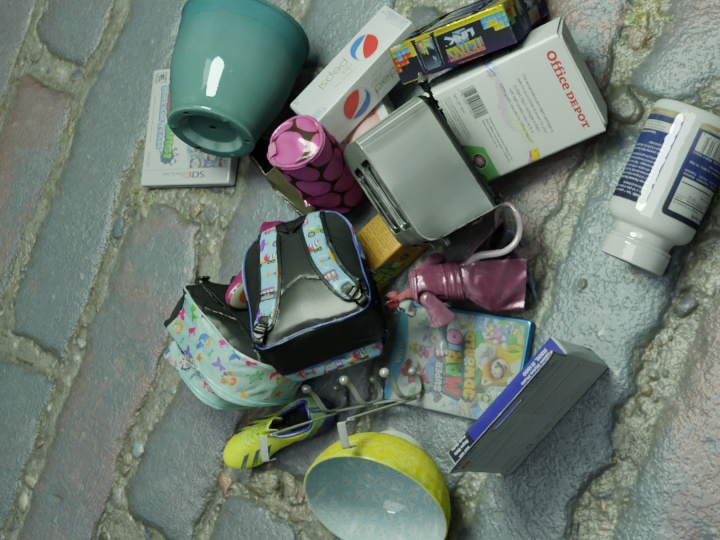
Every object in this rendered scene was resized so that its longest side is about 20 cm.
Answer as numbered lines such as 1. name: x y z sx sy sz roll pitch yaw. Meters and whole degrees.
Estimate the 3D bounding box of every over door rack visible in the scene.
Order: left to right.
1. over door rack: -0.027 0.180 1.489 0.148 0.200 0.067 -16 97 35

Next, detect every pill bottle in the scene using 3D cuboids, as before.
1. pill bottle: 0.373 -0.099 1.374 0.111 0.111 0.200 27 95 31

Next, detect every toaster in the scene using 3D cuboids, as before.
1. toaster: 0.073 -0.127 1.450 0.119 0.181 0.200 -34 93 -8

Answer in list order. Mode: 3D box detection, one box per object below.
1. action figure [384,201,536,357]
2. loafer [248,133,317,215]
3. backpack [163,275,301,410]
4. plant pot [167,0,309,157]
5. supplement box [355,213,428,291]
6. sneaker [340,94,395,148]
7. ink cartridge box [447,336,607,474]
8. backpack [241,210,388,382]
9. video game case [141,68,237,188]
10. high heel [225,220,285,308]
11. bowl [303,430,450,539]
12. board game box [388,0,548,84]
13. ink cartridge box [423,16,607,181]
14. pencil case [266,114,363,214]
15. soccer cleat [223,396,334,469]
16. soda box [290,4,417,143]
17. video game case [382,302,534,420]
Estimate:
1. action figure: 0.127 0.017 1.472 0.200 0.149 0.134 -13 54 0
2. loafer: -0.110 -0.140 1.687 0.200 0.070 0.075 41 102 29
3. backpack: -0.173 0.117 1.615 0.200 0.177 0.151 37 110 33
4. plant pot: -0.195 -0.277 1.657 0.200 0.200 0.188 1 64 30
5. supplement box: 0.000 0.000 1.601 0.200 0.067 0.069 -45 63 17
6. sneaker: 0.013 -0.185 1.619 0.105 0.075 0.200 -33 59 15
7. ink cartridge box: 0.198 0.169 1.378 0.200 0.200 0.041 -50 61 12
8. backpack: -0.066 0.026 1.515 0.182 0.135 0.200 -22 50 8
9. video game case: -0.273 -0.235 1.825 0.182 0.024 0.200 1 81 30
10. high heel: -0.156 -0.010 1.636 0.096 0.200 0.067 20 124 26
11. bowl: 0.035 0.278 1.493 0.200 0.200 0.108 -5 36 29
12. board game box: 0.148 -0.320 1.497 0.165 0.200 0.057 -15 106 27
13. ink cartridge box: 0.205 -0.219 1.471 0.200 0.084 0.145 -23 111 25
14. pencil case: -0.063 -0.139 1.543 0.094 0.200 0.091 -7 69 14
15. soccer cleat: -0.130 0.233 1.624 0.200 0.084 0.065 -28 69 24
16. soda box: -0.001 -0.273 1.581 0.200 0.068 0.064 -46 54 -1
17. video game case: 0.132 0.125 1.530 0.200 0.018 0.143 9 86 31
